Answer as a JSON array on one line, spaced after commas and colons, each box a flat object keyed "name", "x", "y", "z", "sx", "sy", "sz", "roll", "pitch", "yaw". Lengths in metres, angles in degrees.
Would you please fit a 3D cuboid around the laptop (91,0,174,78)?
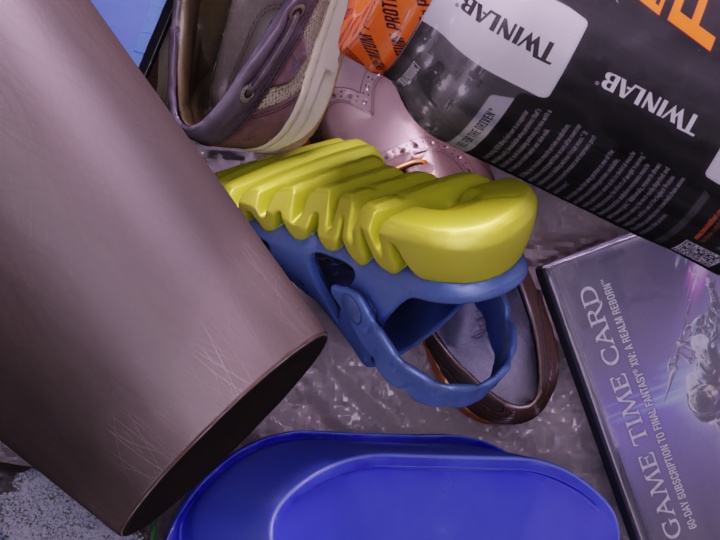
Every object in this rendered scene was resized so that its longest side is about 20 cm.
[{"name": "laptop", "x": -0.151, "y": -0.184, "z": 1.181, "sx": 0.177, "sy": 0.201, "sz": 0.103, "roll": 21, "pitch": 50, "yaw": 24}]

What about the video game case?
[{"name": "video game case", "x": 0.190, "y": 0.032, "z": 1.263, "sx": 0.199, "sy": 0.019, "sz": 0.144, "roll": -20, "pitch": 91, "yaw": -10}]

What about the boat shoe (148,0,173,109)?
[{"name": "boat shoe", "x": -0.039, "y": -0.158, "z": 1.238, "sx": 0.074, "sy": 0.075, "sz": 0.203, "roll": 17, "pitch": 89, "yaw": -9}]

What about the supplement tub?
[{"name": "supplement tub", "x": 0.100, "y": -0.083, "z": 1.116, "sx": 0.199, "sy": 0.122, "sz": 0.123, "roll": 25, "pitch": 88, "yaw": -10}]

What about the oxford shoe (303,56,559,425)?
[{"name": "oxford shoe", "x": 0.031, "y": -0.028, "z": 1.240, "sx": 0.071, "sy": 0.073, "sz": 0.201, "roll": -31, "pitch": 91, "yaw": -2}]

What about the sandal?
[{"name": "sandal", "x": 0.000, "y": 0.000, "z": 1.162, "sx": 0.079, "sy": 0.200, "sz": 0.088, "roll": -19, "pitch": 111, "yaw": -25}]

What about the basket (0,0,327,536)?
[{"name": "basket", "x": -0.121, "y": -0.006, "z": 1.136, "sx": 0.200, "sy": 0.136, "sz": 0.180, "roll": 46, "pitch": 115, "yaw": 7}]

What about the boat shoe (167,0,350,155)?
[{"name": "boat shoe", "x": -0.034, "y": -0.142, "z": 1.154, "sx": 0.072, "sy": 0.065, "sz": 0.201, "roll": 20, "pitch": 104, "yaw": 27}]

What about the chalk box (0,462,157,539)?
[{"name": "chalk box", "x": -0.152, "y": 0.191, "z": 1.161, "sx": 0.124, "sy": 0.124, "sz": 0.201, "roll": 7, "pitch": 56, "yaw": -3}]

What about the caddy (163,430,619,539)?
[{"name": "caddy", "x": 0.013, "y": 0.139, "z": 1.217, "sx": 0.199, "sy": 0.105, "sz": 0.142, "roll": 4, "pitch": 88, "yaw": -24}]
